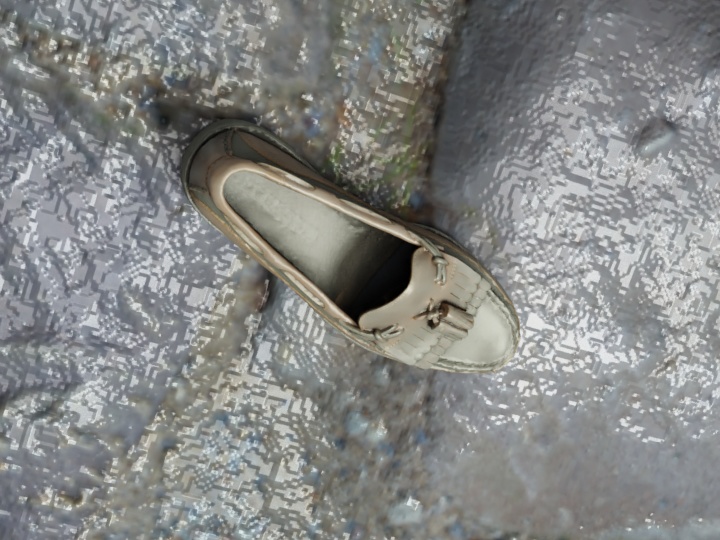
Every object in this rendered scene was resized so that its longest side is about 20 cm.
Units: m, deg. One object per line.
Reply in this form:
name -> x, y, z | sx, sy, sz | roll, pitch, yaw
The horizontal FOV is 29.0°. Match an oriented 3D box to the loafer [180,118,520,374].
loafer -> 0.000, 0.000, 0.678 | 0.199, 0.063, 0.072 | 32, 97, -19
